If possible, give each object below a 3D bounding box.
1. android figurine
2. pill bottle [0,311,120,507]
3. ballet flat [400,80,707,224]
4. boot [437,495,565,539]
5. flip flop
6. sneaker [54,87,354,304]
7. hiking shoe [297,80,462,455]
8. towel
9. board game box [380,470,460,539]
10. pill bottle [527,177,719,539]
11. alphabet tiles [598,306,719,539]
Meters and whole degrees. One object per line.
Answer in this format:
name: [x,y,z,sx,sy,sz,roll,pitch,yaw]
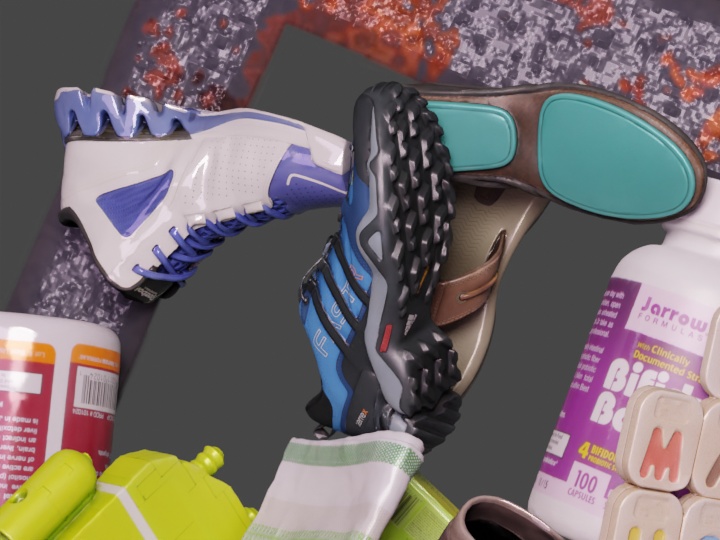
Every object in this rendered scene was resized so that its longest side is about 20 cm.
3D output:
android figurine: [-0.129,0.180,1.273,0.041,0.183,0.200,3,42,50]
pill bottle: [-0.198,0.128,1.315,0.112,0.113,0.202,3,82,14]
ballet flat: [0.099,-0.073,1.251,0.199,0.068,0.069,13,111,25]
boot: [0.051,0.167,1.175,0.199,0.147,0.070,23,48,18]
flip flop: [0.053,-0.009,1.301,0.081,0.058,0.201,29,89,16]
sneaker: [-0.091,-0.035,1.337,0.198,0.080,0.116,9,88,22]
hiking shoe: [0.000,0.000,1.243,0.086,0.074,0.202,5,103,31]
towel: [-0.051,0.171,1.222,0.031,0.149,0.201,38,70,-14]
board game box: [0.059,0.207,1.273,0.200,0.048,0.102,42,94,16]
pill bottle: [0.171,0.057,1.233,0.112,0.112,0.201,20,87,16]
alphabet tiles: [0.211,0.120,1.192,0.199,0.015,0.197,11,92,-28]
